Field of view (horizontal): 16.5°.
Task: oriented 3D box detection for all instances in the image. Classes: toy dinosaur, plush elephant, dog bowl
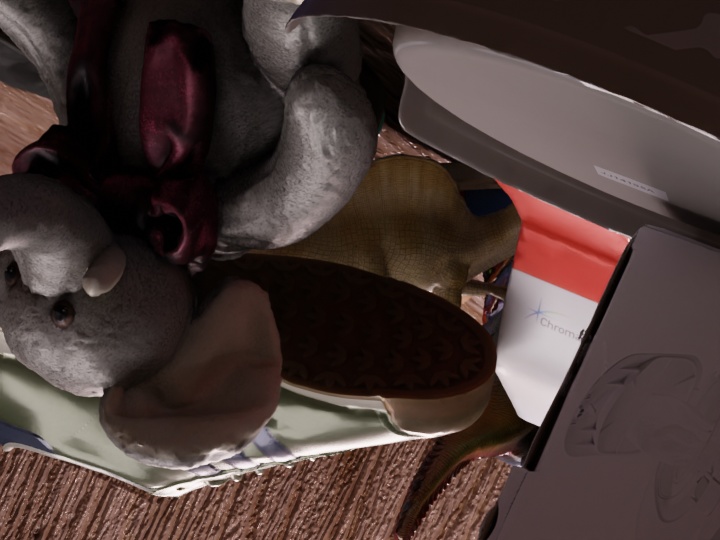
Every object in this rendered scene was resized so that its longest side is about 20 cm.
[{"bbox_3d":[0.062,0.037,1.092,0.200,0.105,0.181,-14,-172,-21],"label":"toy dinosaur"},{"bbox_3d":[0.000,0.000,0.982,0.200,0.101,0.058,-5,-149,-16],"label":"toy dinosaur"},{"bbox_3d":[-0.079,-0.030,0.832,0.165,0.155,0.200,22,158,28],"label":"plush elephant"},{"bbox_3d":[0.082,-0.050,0.665,0.200,0.059,0.200,24,175,2],"label":"dog bowl"}]

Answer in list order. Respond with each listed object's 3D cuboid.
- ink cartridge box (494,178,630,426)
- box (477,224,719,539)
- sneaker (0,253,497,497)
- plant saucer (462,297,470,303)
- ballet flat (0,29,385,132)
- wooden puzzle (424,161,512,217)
[{"bbox_3d":[0.122,0.041,0.871,0.160,0.047,0.200,24,170,18],"label":"ink cartridge box"},{"bbox_3d":[0.091,0.115,0.743,0.097,0.200,0.177,21,164,17],"label":"box"},{"bbox_3d":[-0.052,0.045,0.923,0.200,0.067,0.090,8,133,4],"label":"sneaker"},{"bbox_3d":[-0.043,0.040,1.137,0.200,0.032,0.200,-16,175,-1],"label":"plant saucer"},{"bbox_3d":[-0.084,-0.088,0.976,0.200,0.068,0.068,14,153,32],"label":"ballet flat"},{"bbox_3d":[-0.007,-0.022,1.072,0.200,0.046,0.185,2,178,-9],"label":"wooden puzzle"}]
